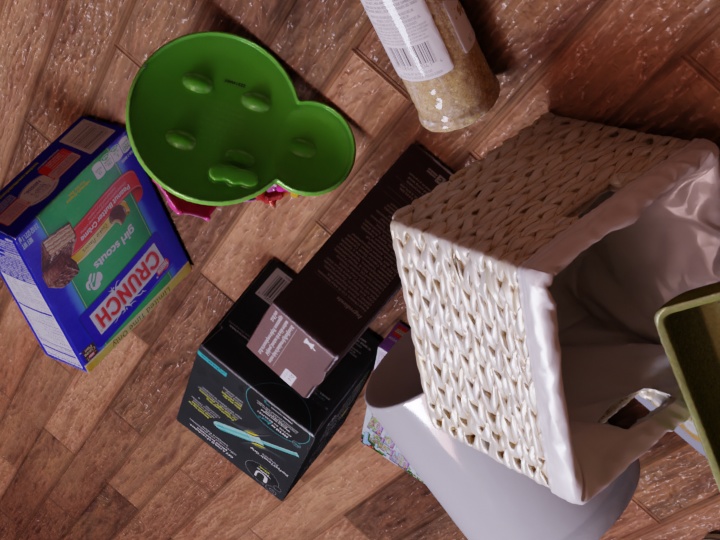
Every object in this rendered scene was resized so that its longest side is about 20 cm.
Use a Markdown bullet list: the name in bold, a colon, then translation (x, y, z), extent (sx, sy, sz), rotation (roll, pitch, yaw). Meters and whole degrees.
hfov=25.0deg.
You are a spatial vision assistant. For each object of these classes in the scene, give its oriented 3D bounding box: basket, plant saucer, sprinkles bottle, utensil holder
- **basket**: translation (0.150, 0.020, 1.167), extent (0.160, 0.197, 0.202), rotation (20, 134, 45)
- **plant saucer**: translation (0.323, 0.059, 1.135), extent (0.198, 0.048, 0.201), rotation (-17, 126, 16)
- **sprinkles bottle**: translation (0.035, -0.196, 1.168), extent (0.068, 0.068, 0.201), rotation (8, 137, 43)
- **utensil holder**: translation (0.122, 0.140, 1.429), extent (0.201, 0.170, 0.169), rotation (52, 149, -15)

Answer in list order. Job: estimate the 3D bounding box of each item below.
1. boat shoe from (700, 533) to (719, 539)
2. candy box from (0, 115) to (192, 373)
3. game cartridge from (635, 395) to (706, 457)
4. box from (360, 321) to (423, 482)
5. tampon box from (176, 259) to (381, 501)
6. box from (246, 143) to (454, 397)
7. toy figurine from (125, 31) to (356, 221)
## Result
- **boat shoe**: translation (0.369, 0.331, 1.506), extent (0.200, 0.062, 0.074), rotation (48, 148, -17)
- **candy box**: translation (-0.280, -0.025, 1.661), extent (0.076, 0.169, 0.201), rotation (21, 147, 35)
- **game cartridge**: translation (0.271, 0.082, 1.310), extent (0.199, 0.042, 0.133), rotation (40, 155, 1)
- **box**: translation (0.073, 0.149, 1.623), extent (0.136, 0.039, 0.201), rotation (33, 150, 14)
- **tampon box**: translation (-0.086, 0.117, 1.673), extent (0.149, 0.127, 0.200), rotation (37, 151, 6)
- **box**: translation (0.000, 0.000, 1.339), extent (0.075, 0.200, 0.100), rotation (38, 151, 1)
- **toy figurine**: translation (-0.113, -0.102, 1.447), extent (0.197, 0.152, 0.184), rotation (16, 165, -7)
